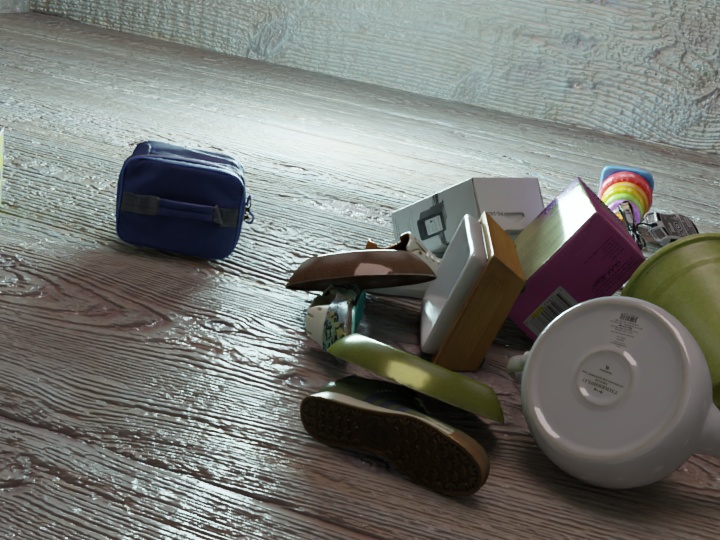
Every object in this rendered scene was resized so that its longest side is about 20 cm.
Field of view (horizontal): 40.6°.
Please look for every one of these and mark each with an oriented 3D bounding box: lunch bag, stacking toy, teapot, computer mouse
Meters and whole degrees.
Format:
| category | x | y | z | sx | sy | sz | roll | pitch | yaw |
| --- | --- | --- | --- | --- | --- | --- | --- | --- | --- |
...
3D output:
| category | x | y | z | sx | sy | sz | roll | pitch | yaw |
| --- | --- | --- | --- | --- | --- | --- | --- | --- | --- |
| lunch bag | -0.248 | -0.096 | 1.392 | 0.196 | 0.138 | 0.133 | 8 | 19 | -8 |
| stacking toy | 0.512 | -0.115 | 1.905 | 0.108 | 0.118 | 0.200 | 11 | 30 | 14 |
| teapot | 0.260 | 0.132 | 0.979 | 0.146 | 0.195 | 0.202 | 42 | 24 | -51 |
| computer mouse | 0.566 | -0.072 | 1.845 | 0.197 | 0.044 | 0.111 | 6 | 53 | -33 |

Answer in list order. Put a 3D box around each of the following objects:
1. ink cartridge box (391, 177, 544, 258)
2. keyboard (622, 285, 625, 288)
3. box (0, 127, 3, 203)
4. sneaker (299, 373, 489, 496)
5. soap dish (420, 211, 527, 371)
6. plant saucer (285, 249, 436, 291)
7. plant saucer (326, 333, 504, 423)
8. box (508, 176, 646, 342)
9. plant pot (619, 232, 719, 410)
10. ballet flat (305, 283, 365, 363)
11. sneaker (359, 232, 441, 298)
| category | x | y | z | sx | sy | sz | roll | pitch | yaw |
| --- | --- | --- | --- | --- | --- | --- | --- | --- | --- |
| ink cartridge box | 0.165 | -0.077 | 1.485 | 0.143 | 0.085 | 0.199 | -4 | -10 | -37 |
| keyboard | 0.373 | 0.009 | 1.591 | 0.196 | 0.011 | 0.056 | 8 | 19 | -5 |
| box | -0.600 | -0.127 | 1.330 | 0.189 | 0.124 | 0.200 | 5 | 19 | -13 |
| sneaker | 0.045 | 0.146 | 0.944 | 0.197 | 0.068 | 0.090 | 16 | 25 | 27 |
| soap dish | 0.140 | 0.026 | 1.223 | 0.080 | 0.159 | 0.200 | 25 | 18 | -4 |
| plant saucer | 0.000 | 0.000 | 1.260 | 0.196 | 0.037 | 0.200 | -3 | -5 | 0 |
| plant saucer | 0.061 | 0.106 | 1.003 | 0.197 | 0.032 | 0.200 | 22 | -3 | 1 |
| box | 0.274 | -0.011 | 1.314 | 0.096 | 0.176 | 0.200 | 41 | 17 | -9 |
| plant pot | 0.430 | 0.089 | 1.152 | 0.197 | 0.203 | 0.185 | 4 | 30 | -16 |
| ballet flat | -0.034 | 0.061 | 1.162 | 0.073 | 0.076 | 0.200 | 10 | 9 | 2 |
| sneaker | 0.095 | -0.007 | 1.388 | 0.196 | 0.086 | 0.073 | 5 | 17 | -19 |
